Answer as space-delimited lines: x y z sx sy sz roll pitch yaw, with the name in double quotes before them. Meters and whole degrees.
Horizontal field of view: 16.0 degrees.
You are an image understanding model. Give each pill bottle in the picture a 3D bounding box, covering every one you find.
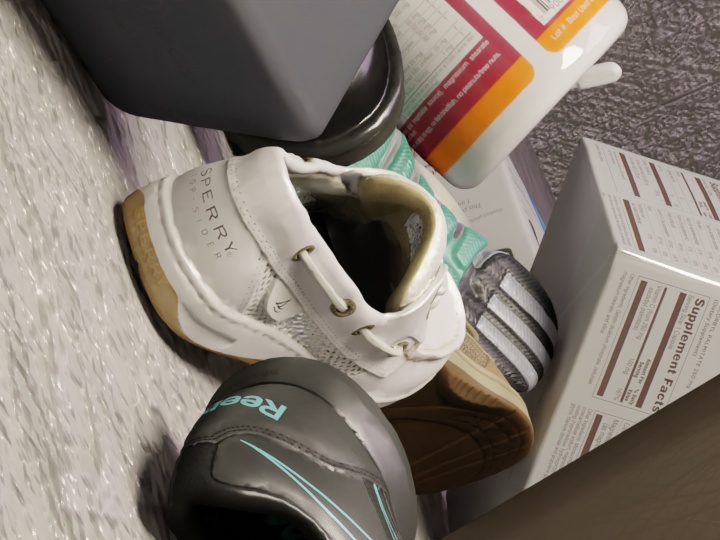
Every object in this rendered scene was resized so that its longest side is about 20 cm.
"pill bottle" 0.011 -0.139 1.110 0.200 0.110 0.110 44 7 1

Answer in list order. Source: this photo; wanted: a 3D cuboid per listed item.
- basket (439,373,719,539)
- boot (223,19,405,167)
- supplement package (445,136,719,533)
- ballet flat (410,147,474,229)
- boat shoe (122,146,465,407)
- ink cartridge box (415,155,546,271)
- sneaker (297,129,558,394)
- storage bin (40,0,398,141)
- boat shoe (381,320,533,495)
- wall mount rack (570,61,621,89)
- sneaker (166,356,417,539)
"basket" 0.107 0.129 0.892 0.136 0.200 0.181 16 53 -82
"boot" -0.060 -0.148 0.943 0.211 0.079 0.158 60 -4 25
"supplement package" 0.125 0.067 1.170 0.156 0.111 0.200 -92 -159 -68
"ballet flat" 0.035 0.012 1.257 0.069 0.063 0.200 -105 171 -55
"boat shoe" 0.000 0.000 0.848 0.200 0.069 0.071 15 51 -65
"ink cartridge box" 0.083 0.046 1.422 0.145 0.084 0.200 56 14 -61
"sneaker" -0.007 -0.014 1.099 0.200 0.087 0.074 49 52 -15
"storage bin" -0.055 -0.141 0.783 0.134 0.145 0.200 -65 149 -25
"boat shoe" 0.019 0.036 1.029 0.200 0.071 0.065 52 18 -61
"wall mount rack" 0.030 -0.110 1.242 0.174 0.075 0.200 26 11 -4
"sneaker" 0.000 0.124 0.706 0.200 0.075 0.079 62 21 -4
